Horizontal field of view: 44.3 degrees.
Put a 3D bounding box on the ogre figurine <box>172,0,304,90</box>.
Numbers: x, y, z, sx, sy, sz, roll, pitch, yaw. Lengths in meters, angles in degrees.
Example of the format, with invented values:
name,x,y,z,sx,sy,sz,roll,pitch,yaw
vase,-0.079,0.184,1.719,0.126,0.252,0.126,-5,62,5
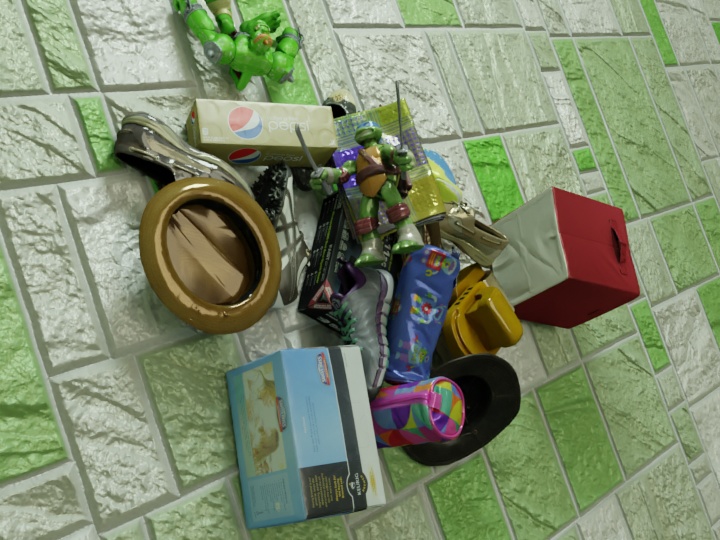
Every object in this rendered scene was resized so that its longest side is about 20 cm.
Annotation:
name,x,y,z,sx,sy,sz,roll,pitch,yaw
ogre figurine,-0.163,-0.328,1.269,0.199,0.098,0.121,28,37,-49

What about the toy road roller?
name,x,y,z,sx,sy,sz,roll,pitch,yaw
toy road roller,0.196,0.072,1.391,0.124,0.145,0.200,56,46,-9

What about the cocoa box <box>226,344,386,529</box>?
name,x,y,z,sx,sy,sz,roll,pitch,yaw
cocoa box,-0.071,0.207,1.102,0.130,0.133,0.203,2,72,-41

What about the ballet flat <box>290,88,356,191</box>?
name,x,y,z,sx,sy,sz,roll,pitch,yaw
ballet flat,-0.053,-0.204,1.327,0.057,0.066,0.202,71,33,-49

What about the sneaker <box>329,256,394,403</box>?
name,x,y,z,sx,sy,sz,roll,pitch,yaw
sneaker,-0.011,0.080,1.181,0.087,0.074,0.202,22,53,-23

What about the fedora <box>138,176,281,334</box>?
name,x,y,z,sx,sy,sz,roll,pitch,yaw
fedora,-0.195,-0.015,1.108,0.198,0.081,0.204,9,74,-34

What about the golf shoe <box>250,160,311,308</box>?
name,x,y,z,sx,sy,sz,roll,pitch,yaw
golf shoe,-0.112,-0.046,1.214,0.094,0.077,0.203,20,73,-46

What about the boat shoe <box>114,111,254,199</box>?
name,x,y,z,sx,sy,sz,roll,pitch,yaw
boat shoe,-0.231,-0.120,1.142,0.199,0.074,0.074,33,63,-18

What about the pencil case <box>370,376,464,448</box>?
name,x,y,z,sx,sy,sz,roll,pitch,yaw
pencil case,0.042,0.193,1.174,0.088,0.198,0.090,20,62,-45

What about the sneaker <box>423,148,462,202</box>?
name,x,y,z,sx,sy,sz,roll,pitch,yaw
sneaker,0.084,-0.174,1.456,0.200,0.076,0.105,41,24,-14

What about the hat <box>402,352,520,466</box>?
name,x,y,z,sx,sy,sz,roll,pitch,yaw
hat,0.134,0.188,1.309,0.199,0.201,0.081,32,14,-28

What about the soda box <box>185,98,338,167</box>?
name,x,y,z,sx,sy,sz,roll,pitch,yaw
soda box,-0.134,-0.186,1.215,0.197,0.064,0.069,-2,70,-25

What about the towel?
name,x,y,z,sx,sy,sz,roll,pitch,yaw
towel,0.033,-0.144,1.282,0.142,0.023,0.203,-15,75,-7

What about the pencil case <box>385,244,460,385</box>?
name,x,y,z,sx,sy,sz,roll,pitch,yaw
pencil case,0.081,0.062,1.217,0.086,0.078,0.203,17,85,-19

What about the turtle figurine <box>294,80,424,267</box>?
name,x,y,z,sx,sy,sz,roll,pitch,yaw
turtle figurine,0.004,-0.112,1.165,0.142,0.200,0.197,-14,81,-1

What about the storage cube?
name,x,y,z,sx,sy,sz,roll,pitch,yaw
storage cube,0.344,-0.015,1.529,0.178,0.199,0.173,12,62,-34

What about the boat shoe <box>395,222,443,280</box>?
name,x,y,z,sx,sy,sz,roll,pitch,yaw
boat shoe,0.086,-0.022,1.312,0.073,0.062,0.203,13,68,-56

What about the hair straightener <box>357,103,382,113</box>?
name,x,y,z,sx,sy,sz,roll,pitch,yaw
hair straightener,0.022,-0.152,1.385,0.041,0.076,0.203,-108,-176,-73

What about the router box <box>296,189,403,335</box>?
name,x,y,z,sx,sy,sz,roll,pitch,yaw
router box,0.000,0.000,1.300,0.149,0.062,0.202,32,54,-31

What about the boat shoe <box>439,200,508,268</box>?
name,x,y,z,sx,sy,sz,roll,pitch,yaw
boat shoe,0.153,-0.081,1.402,0.199,0.065,0.072,35,21,-24
